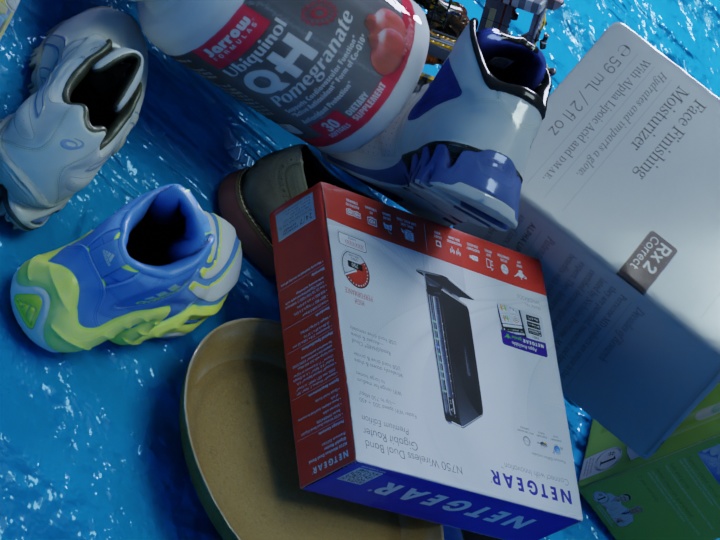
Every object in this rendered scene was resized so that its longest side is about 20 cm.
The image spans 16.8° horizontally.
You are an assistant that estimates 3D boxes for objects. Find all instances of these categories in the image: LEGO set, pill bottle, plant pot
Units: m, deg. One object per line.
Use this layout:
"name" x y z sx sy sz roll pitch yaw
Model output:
"LEGO set" 0.077 -0.140 1.623 0.115 0.201 0.154 20 18 9
"pill bottle" -0.063 -0.161 1.460 0.199 0.110 0.111 31 42 -32
"plant pot" -0.032 0.120 1.409 0.200 0.027 0.201 33 36 -28

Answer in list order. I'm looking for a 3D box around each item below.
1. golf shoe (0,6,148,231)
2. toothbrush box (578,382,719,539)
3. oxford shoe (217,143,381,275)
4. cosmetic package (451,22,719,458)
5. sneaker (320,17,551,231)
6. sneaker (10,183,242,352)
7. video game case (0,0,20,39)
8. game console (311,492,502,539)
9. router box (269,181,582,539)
"golf shoe" -0.148 -0.102 1.398 0.078 0.097 0.200 46 33 -18
"toothbrush box" 0.265 0.104 1.709 0.086 0.199 0.146 51 32 -21
"oxford shoe" 0.000 0.000 1.542 0.200 0.075 0.071 42 36 -27
"cosmetic package" 0.181 -0.019 1.628 0.200 0.165 0.165 38 60 6
"sneaker" 0.062 -0.091 1.493 0.080 0.199 0.116 31 82 -25
"sneaker" -0.104 -0.007 1.373 0.076 0.105 0.200 61 32 1
"video game case" -0.269 -0.196 1.322 0.200 0.023 0.183 38 52 -24
"game console" 0.038 0.186 1.490 0.199 0.031 0.178 23 48 -45
"router box" 0.041 0.059 1.467 0.199 0.049 0.181 18 54 -42
